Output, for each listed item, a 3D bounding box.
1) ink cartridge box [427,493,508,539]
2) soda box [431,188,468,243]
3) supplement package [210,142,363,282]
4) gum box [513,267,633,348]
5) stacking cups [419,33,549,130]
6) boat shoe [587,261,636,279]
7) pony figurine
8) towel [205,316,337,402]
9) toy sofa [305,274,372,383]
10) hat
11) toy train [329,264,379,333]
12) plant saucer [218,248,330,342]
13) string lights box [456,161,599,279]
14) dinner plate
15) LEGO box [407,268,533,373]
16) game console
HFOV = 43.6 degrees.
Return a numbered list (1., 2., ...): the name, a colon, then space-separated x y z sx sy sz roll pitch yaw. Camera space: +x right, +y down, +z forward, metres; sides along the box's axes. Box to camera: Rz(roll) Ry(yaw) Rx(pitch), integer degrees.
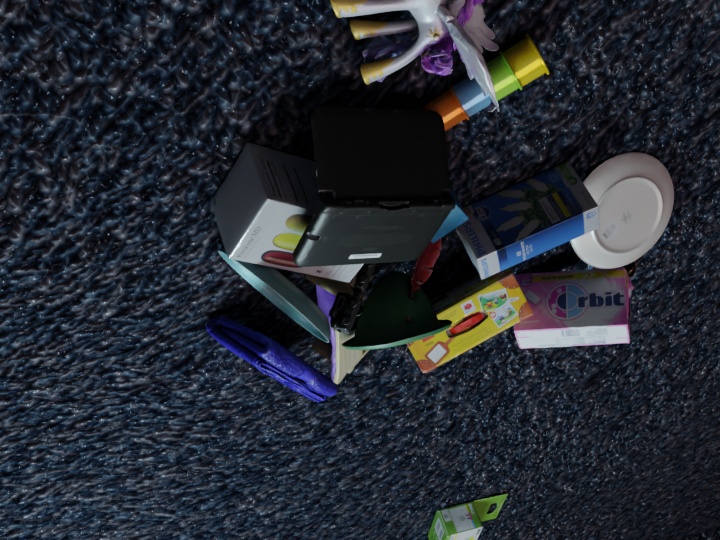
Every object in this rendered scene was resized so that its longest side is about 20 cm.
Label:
1. ink cartridge box: 0.285 0.654 2.302 0.198 0.076 0.149 -9 141 -16
2. soda box: 0.074 -0.120 1.270 0.068 0.064 0.200 -34 141 14
3. supplement package: -0.081 -0.073 1.205 0.199 0.110 0.114 11 131 -37
4. gum box: 0.367 0.064 1.544 0.198 0.114 0.066 -4 147 18
5. stacking cups: 0.149 -0.231 1.188 0.199 0.061 0.060 -31 142 16
6. boat shoe: 0.446 -0.011 1.591 0.072 0.073 0.200 -26 143 4
7. pony figurine: 0.087 -0.285 1.030 0.198 0.168 0.194 -14 137 14
8. towel: -0.141 0.144 1.413 0.200 0.147 0.050 42 71 -49
9. toy sofa: -0.041 0.077 1.401 0.098 0.082 0.201 -46 154 -30
10. hat: 0.046 0.010 1.341 0.164 0.178 0.200 -8 -176 31
11. toy train: 0.000 0.000 1.306 0.045 0.201 0.034 8 151 27
12. plant saucer: -0.114 0.028 1.260 0.027 0.200 0.200 -50 143 -9
13. string lights box: 0.253 -0.077 1.385 0.198 0.103 0.059 -24 144 -1
14. dinner plate: 0.429 -0.092 1.463 0.198 0.024 0.202 -8 116 -16
15. LEGO box: 0.172 0.073 1.479 0.199 0.078 0.149 -29 -175 8
16. game console: 0.011 -0.104 1.149 0.198 0.117 0.176 -3 144 -32
